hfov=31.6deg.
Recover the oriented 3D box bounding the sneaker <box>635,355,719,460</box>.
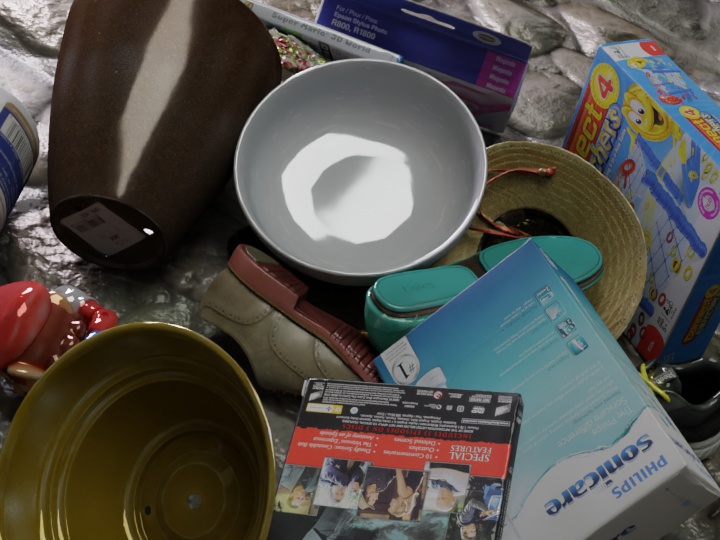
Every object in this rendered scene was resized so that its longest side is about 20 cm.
[{"bbox_3d":[0.196,0.104,0.958,0.200,0.085,0.074,-8,45,-26],"label":"sneaker"}]

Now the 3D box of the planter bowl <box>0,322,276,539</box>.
[{"bbox_3d":[-0.121,0.138,0.782,0.200,0.200,0.083,44,7,29],"label":"planter bowl"}]

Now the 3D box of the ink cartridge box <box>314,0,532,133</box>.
[{"bbox_3d":[0.055,-0.197,1.196,0.196,0.200,0.043,20,85,5],"label":"ink cartridge box"}]

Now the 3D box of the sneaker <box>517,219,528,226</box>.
[{"bbox_3d":[0.066,-0.079,1.130,0.200,0.078,0.082,16,40,0],"label":"sneaker"}]

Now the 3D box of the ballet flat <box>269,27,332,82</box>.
[{"bbox_3d":[-0.022,-0.148,1.168,0.200,0.076,0.064,26,45,-17],"label":"ballet flat"}]

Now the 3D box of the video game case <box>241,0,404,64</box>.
[{"bbox_3d":[-0.051,-0.208,1.208,0.200,0.143,0.018,22,83,8],"label":"video game case"}]

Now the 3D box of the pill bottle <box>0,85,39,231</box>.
[{"bbox_3d":[-0.319,-0.051,0.945,0.111,0.111,0.200,13,40,-3],"label":"pill bottle"}]

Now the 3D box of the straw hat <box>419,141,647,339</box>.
[{"bbox_3d":[0.142,-0.001,1.053,0.201,0.085,0.201,-4,74,14],"label":"straw hat"}]

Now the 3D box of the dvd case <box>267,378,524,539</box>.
[{"bbox_3d":[0.013,0.157,0.770,0.146,0.022,0.200,2,52,17],"label":"dvd case"}]

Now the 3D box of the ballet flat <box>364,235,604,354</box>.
[{"bbox_3d":[0.091,0.023,0.971,0.200,0.070,0.067,-12,47,-23],"label":"ballet flat"}]

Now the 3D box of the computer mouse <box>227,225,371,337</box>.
[{"bbox_3d":[0.000,0.000,1.042,0.200,0.046,0.140,-1,42,-20],"label":"computer mouse"}]

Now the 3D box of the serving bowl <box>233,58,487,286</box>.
[{"bbox_3d":[0.001,-0.070,1.022,0.200,0.066,0.200,0,62,1],"label":"serving bowl"}]

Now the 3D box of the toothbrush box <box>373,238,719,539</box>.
[{"bbox_3d":[0.122,0.105,0.863,0.085,0.146,0.200,36,19,-51],"label":"toothbrush box"}]

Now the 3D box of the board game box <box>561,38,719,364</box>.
[{"bbox_3d":[0.244,-0.057,1.070,0.056,0.200,0.196,-11,46,-26],"label":"board game box"}]

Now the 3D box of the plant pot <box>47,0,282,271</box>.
[{"bbox_3d":[-0.175,-0.106,1.025,0.187,0.187,0.200,14,54,-2],"label":"plant pot"}]

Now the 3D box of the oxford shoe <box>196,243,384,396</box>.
[{"bbox_3d":[-0.034,0.070,0.949,0.200,0.075,0.070,42,10,9],"label":"oxford shoe"}]

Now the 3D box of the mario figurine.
[{"bbox_3d":[-0.187,0.078,0.889,0.200,0.106,0.123,23,3,-8],"label":"mario figurine"}]
